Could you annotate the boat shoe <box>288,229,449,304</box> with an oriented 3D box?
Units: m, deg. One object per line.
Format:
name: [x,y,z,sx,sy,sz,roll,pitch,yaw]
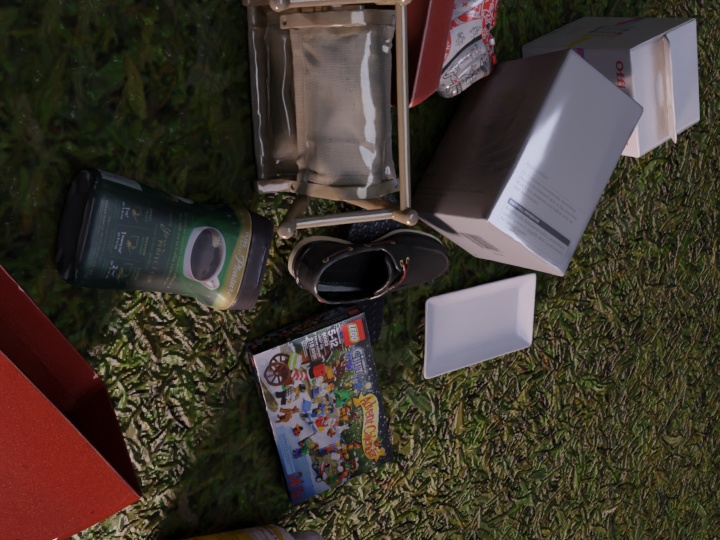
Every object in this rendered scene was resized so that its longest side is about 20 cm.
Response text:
boat shoe: [0.020,0.000,0.914,0.197,0.063,0.075,-3,119,-34]

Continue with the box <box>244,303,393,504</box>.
box: [-0.044,0.153,0.963,0.134,0.038,0.204,-20,115,-16]

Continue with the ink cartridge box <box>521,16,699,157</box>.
ink cartridge box: [0.317,-0.230,1.034,0.124,0.199,0.131,-28,119,-26]

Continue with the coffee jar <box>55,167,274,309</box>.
coffee jar: [-0.179,-0.024,0.798,0.197,0.085,0.107,13,93,-37]

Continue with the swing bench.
swing bench: [-0.035,-0.158,0.786,0.126,0.200,0.204,-6,109,-13]

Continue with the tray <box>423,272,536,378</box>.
tray: [0.156,0.068,1.115,0.196,0.022,0.110,-12,109,-34]

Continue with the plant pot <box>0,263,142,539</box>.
plant pot: [-0.320,0.126,0.680,0.175,0.200,0.202,-37,123,-9]

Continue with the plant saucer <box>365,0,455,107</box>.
plant saucer: [0.046,-0.261,0.822,0.036,0.199,0.205,8,99,-20]

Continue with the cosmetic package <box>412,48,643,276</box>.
cosmetic package: [0.177,-0.123,0.950,0.122,0.199,0.203,30,85,-22]

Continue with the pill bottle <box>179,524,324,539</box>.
pill bottle: [-0.131,0.345,0.926,0.196,0.112,0.115,3,102,-37]

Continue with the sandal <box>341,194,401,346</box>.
sandal: [0.000,0.000,0.973,0.074,0.045,0.204,-9,123,-29]

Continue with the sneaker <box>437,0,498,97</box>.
sneaker: [0.132,-0.297,0.963,0.203,0.067,0.108,-52,128,-8]
